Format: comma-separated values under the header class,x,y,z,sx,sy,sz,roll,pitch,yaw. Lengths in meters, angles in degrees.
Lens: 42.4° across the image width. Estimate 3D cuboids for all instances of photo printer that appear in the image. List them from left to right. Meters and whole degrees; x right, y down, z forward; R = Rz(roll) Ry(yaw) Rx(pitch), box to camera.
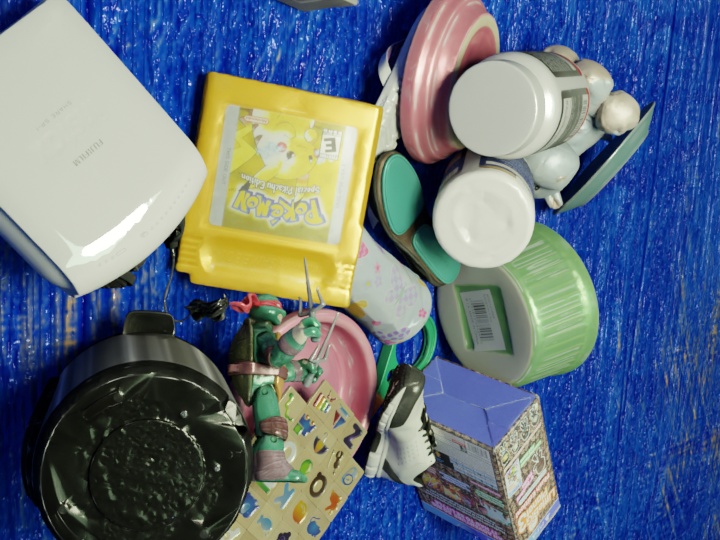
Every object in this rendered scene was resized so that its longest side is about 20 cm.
class,x,y,z,sx,sy,sz,roll,pitch,yaw
photo printer,-0.230,-0.092,0.733,0.200,0.069,0.167,50,63,-15

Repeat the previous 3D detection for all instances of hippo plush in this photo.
class,x,y,z,sx,sy,sz,roll,pitch,yaw
hippo plush,0.244,-0.183,1.207,0.159,0.200,0.161,42,88,2

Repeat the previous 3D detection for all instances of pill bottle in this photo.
class,x,y,z,sx,sy,sz,roll,pitch,yaw
pill bottle,0.146,-0.086,1.074,0.200,0.110,0.112,-65,150,-67
pill bottle,0.175,-0.182,1.017,0.200,0.113,0.115,-24,117,-61

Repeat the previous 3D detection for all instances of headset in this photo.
class,x,y,z,sx,sy,sz,roll,pitch,yaw
headset,-0.194,-0.032,0.810,0.124,0.094,0.201,-47,117,-26

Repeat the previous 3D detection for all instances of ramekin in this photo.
class,x,y,z,sx,sy,sz,roll,pitch,yaw
ramekin,0.184,0.047,1.139,0.097,0.199,0.202,-19,112,-33

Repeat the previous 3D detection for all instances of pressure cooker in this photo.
class,x,y,z,sx,sy,sz,roll,pitch,yaw
pressure cooker,-0.187,0.146,0.796,0.176,0.200,0.179,-42,106,-6

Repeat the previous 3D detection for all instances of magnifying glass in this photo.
class,x,y,z,sx,sy,sz,roll,pitch,yaw
magnifying glass,0.030,0.134,1.128,0.200,0.022,0.080,-55,132,-24

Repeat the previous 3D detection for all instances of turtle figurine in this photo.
class,x,y,z,sx,sy,sz,roll,pitch,yaw
turtle figurine,-0.076,0.095,0.869,0.150,0.100,0.202,70,22,-77

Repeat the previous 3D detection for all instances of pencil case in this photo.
class,x,y,z,sx,sy,sz,roll,pitch,yaw
pencil case,0.000,0.000,1.020,0.200,0.083,0.091,46,55,-40

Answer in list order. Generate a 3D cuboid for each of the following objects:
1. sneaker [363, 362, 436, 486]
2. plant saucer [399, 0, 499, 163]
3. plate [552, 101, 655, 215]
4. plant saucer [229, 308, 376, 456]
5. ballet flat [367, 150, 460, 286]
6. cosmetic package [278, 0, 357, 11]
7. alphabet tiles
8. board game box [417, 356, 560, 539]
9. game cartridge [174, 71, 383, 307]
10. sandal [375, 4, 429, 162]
class,x,y,z,sx,sy,sz,roll,pitch,yaw
sneaker,0.057,0.179,1.065,0.201,0.079,0.074,99,11,-49
plant saucer,0.108,-0.217,1.052,0.201,0.051,0.202,-46,146,-46
plate,0.336,-0.145,1.263,0.026,0.200,0.200,42,63,2
plant saucer,-0.068,0.137,0.997,0.200,0.051,0.202,-13,109,-42
ballet flat,0.047,-0.055,1.063,0.068,0.068,0.201,-49,130,-23
cosmetic package,-0.047,-0.364,0.888,0.106,0.090,0.202,9,90,-45
alphabet tiles,-0.071,0.220,0.963,0.200,0.006,0.167,-53,131,-22
board game box,0.146,0.231,1.153,0.097,0.159,0.201,-41,132,-31
game cartridge,-0.078,-0.075,0.898,0.175,0.032,0.202,9,92,-12
sandal,0.040,-0.217,1.027,0.204,0.050,0.083,-64,158,-17
